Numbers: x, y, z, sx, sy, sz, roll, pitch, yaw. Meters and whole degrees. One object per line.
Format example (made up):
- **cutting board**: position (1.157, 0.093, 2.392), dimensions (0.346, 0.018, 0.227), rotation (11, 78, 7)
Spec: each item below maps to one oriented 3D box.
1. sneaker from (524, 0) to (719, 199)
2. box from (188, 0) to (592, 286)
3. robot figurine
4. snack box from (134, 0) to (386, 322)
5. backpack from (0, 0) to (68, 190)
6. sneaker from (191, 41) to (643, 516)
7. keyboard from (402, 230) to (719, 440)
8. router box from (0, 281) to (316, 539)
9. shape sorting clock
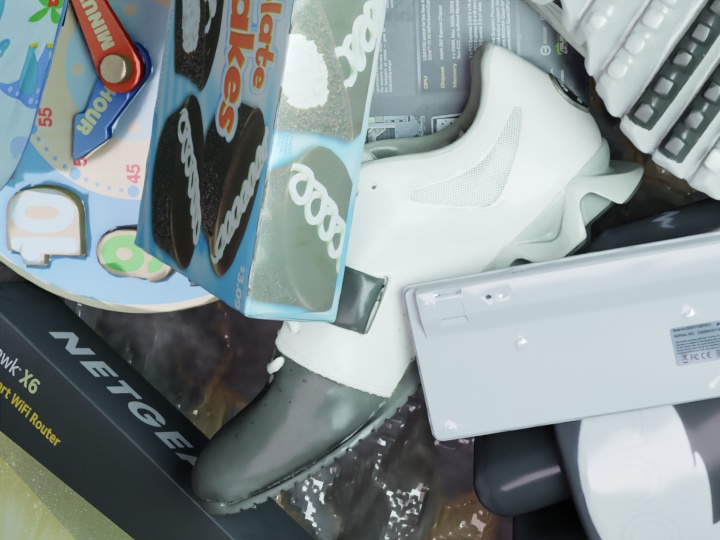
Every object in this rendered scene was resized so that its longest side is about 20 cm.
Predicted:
- **sneaker**: position (0.092, -0.097, 0.777), dimensions (0.200, 0.081, 0.075), rotation (44, 102, 8)
- **box**: position (0.007, -0.097, 0.860), dimensions (0.156, 0.051, 0.202), rotation (-3, 99, 0)
- **robot figurine**: position (0.142, 0.052, 0.829), dimensions (0.198, 0.150, 0.126), rotation (-18, 71, 15)
- **snack box**: position (-0.030, -0.093, 0.775), dimensions (0.037, 0.116, 0.202), rotation (5, 100, -26)
- **backpack**: position (-0.216, -0.108, 0.854), dimensions (0.199, 0.146, 0.185), rotation (24, 107, 36)
- **sneaker**: position (0.000, 0.000, 0.817), dimensions (0.200, 0.074, 0.089), rotation (-44, 100, 0)
- **keyboard**: position (0.114, 0.016, 0.761), dimensions (0.198, 0.011, 0.057), rotation (-10, 107, 15)
- **router box**: position (-0.119, 0.125, 0.916), dimensions (0.200, 0.052, 0.158), rotation (39, 109, 28)
- **shape sorting clock**: position (-0.092, -0.082, 0.913), dimensions (0.198, 0.039, 0.202), rotation (3, 101, 15)
